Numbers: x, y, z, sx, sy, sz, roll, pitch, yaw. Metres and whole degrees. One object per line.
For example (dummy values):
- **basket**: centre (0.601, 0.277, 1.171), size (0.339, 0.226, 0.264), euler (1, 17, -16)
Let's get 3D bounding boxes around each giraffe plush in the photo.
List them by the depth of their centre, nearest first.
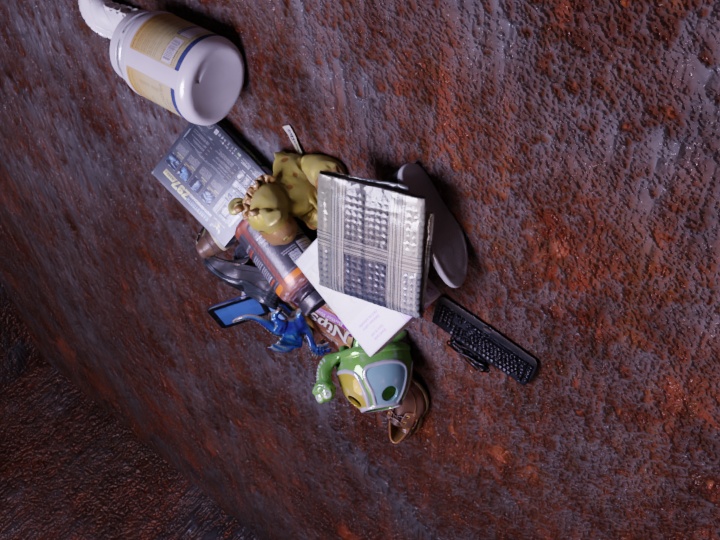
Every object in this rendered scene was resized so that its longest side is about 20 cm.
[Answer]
- **giraffe plush**: centre (-0.121, -0.114, 1.390), size (0.201, 0.162, 0.172), euler (52, 150, -9)

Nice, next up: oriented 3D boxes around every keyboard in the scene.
- **keyboard**: centre (0.197, 0.132, 1.394), size (0.199, 0.040, 0.105), euler (35, 147, 22)

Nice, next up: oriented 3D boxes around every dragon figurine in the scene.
- **dragon figurine**: centre (-0.145, 0.126, 1.620), size (0.059, 0.197, 0.101), euler (-20, 73, 57)

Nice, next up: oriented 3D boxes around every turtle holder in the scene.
- **turtle holder**: centre (0.015, 0.191, 1.543), size (0.140, 0.184, 0.134), euler (-22, 72, 42)

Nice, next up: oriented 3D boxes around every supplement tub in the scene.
- **supplement tub**: centre (-0.304, -0.340, 1.379), size (0.198, 0.144, 0.146), euler (30, 146, 28)
- **supplement tub**: centre (-0.130, -0.019, 1.489), size (0.201, 0.106, 0.107), euler (53, 151, 8)

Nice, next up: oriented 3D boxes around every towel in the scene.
- **towel**: centre (0.019, -0.043, 1.256), size (0.190, 0.034, 0.203), euler (17, 121, 27)

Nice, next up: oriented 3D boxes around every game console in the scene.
- **game console**: centre (-0.211, 0.115, 1.767), size (0.170, 0.119, 0.200), euler (40, 170, 10)

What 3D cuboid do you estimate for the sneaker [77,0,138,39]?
- **sneaker**: centre (-0.420, -0.443, 1.499), size (0.200, 0.075, 0.087), euler (42, 138, -4)

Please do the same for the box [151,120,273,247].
- **box**: centre (-0.262, -0.169, 1.529), size (0.200, 0.158, 0.051), euler (44, -166, 6)

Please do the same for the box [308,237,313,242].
- **box**: centre (-0.175, -0.070, 1.595), size (0.200, 0.082, 0.069), euler (43, 151, 5)

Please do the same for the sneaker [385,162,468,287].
- **sneaker**: centre (0.090, -0.063, 1.276), size (0.099, 0.070, 0.202), euler (-13, 109, 56)

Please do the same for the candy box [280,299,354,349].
- **candy box**: centre (-0.074, 0.069, 1.653), size (0.199, 0.056, 0.117), euler (40, 150, 17)

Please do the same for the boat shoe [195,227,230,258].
- **boat shoe**: centre (-0.295, -0.068, 1.670), size (0.075, 0.074, 0.202), euler (53, -176, -8)

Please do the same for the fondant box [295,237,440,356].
- **fondant box**: centre (0.010, 0.012, 1.339), size (0.144, 0.058, 0.201), euler (-44, 80, 25)

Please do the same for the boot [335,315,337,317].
- **boot**: centre (0.025, 0.039, 1.411), size (0.128, 0.069, 0.201), euler (4, 152, -13)

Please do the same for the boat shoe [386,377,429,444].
- **boat shoe**: centre (0.091, 0.286, 1.683), size (0.072, 0.068, 0.202), euler (33, 147, 22)

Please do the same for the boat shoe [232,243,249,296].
- **boat shoe**: centre (-0.237, 0.014, 1.788), size (0.068, 0.071, 0.201), euler (59, 168, 28)

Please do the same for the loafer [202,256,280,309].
- **loafer**: centre (-0.227, 0.006, 1.657), size (0.198, 0.073, 0.073), euler (27, 175, 26)
